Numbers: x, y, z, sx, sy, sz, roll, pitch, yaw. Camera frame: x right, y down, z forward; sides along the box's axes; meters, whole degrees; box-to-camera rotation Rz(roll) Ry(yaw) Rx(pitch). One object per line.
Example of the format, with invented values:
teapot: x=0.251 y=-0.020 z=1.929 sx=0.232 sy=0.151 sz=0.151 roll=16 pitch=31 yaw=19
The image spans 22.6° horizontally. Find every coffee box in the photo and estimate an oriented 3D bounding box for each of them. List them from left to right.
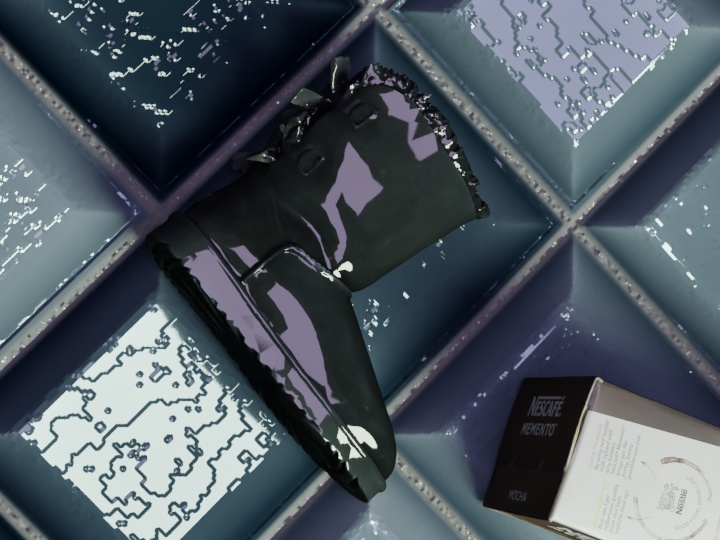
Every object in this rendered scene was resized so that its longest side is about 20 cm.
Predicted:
coffee box: x=0.182 y=0.127 z=0.973 sx=0.200 sy=0.113 sz=0.080 roll=22 pitch=82 yaw=-13

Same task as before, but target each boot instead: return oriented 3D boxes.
boot: x=0.000 y=0.001 z=0.958 sx=0.162 sy=0.073 sz=0.198 roll=-39 pitch=96 yaw=-16
